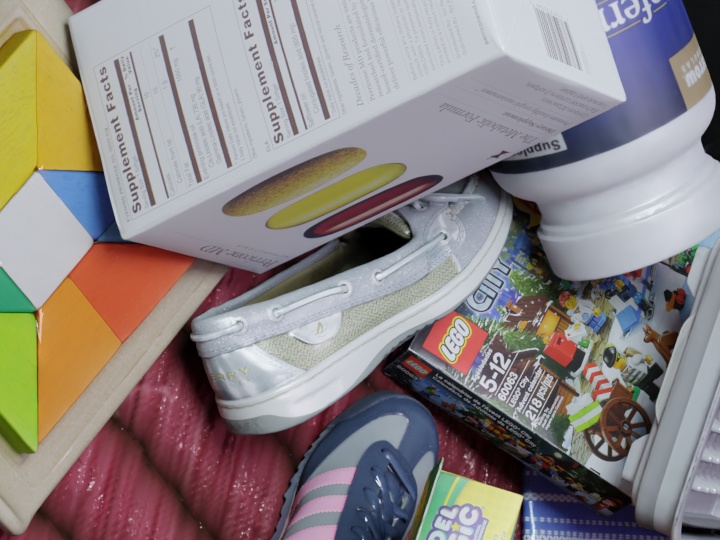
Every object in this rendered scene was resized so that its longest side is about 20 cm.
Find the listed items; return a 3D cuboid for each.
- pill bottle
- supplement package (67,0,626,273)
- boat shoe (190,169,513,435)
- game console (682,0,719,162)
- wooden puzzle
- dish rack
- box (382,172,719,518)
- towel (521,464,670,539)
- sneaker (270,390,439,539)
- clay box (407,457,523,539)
[{"bbox_3d":[0.101,-0.103,1.395,0.116,0.116,0.200,-35,110,-39],"label":"pill bottle"},{"bbox_3d":[-0.008,-0.091,1.270,0.114,0.200,0.110,14,56,-56],"label":"supplement package"},{"bbox_3d":[-0.002,0.000,1.382,0.202,0.074,0.065,-39,115,-35],"label":"boat shoe"},{"bbox_3d":[0.123,-0.167,1.504,0.200,0.116,0.176,25,97,-12],"label":"game console"},{"bbox_3d":[-0.147,-0.016,1.272,0.185,0.037,0.200,52,54,-26],"label":"wooden puzzle"},{"bbox_3d":[0.182,0.056,1.441,0.172,0.043,0.200,-71,160,1],"label":"dish rack"},{"bbox_3d":[0.115,0.004,1.477,0.137,0.038,0.200,34,62,-8],"label":"box"},{"bbox_3d":[0.152,0.062,1.525,0.145,0.024,0.200,5,81,-23],"label":"towel"},{"bbox_3d":[-0.004,0.135,1.360,0.070,0.082,0.200,49,55,-25],"label":"sneaker"},{"bbox_3d":[0.033,0.169,1.332,0.048,0.200,0.115,17,69,5],"label":"clay box"}]
